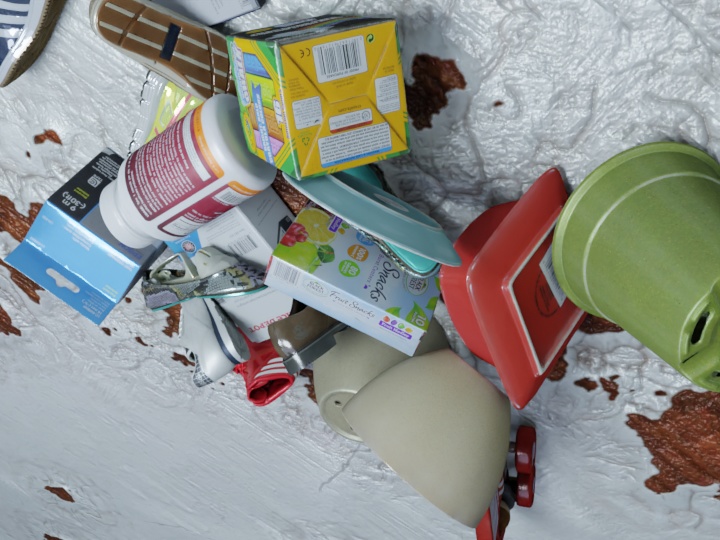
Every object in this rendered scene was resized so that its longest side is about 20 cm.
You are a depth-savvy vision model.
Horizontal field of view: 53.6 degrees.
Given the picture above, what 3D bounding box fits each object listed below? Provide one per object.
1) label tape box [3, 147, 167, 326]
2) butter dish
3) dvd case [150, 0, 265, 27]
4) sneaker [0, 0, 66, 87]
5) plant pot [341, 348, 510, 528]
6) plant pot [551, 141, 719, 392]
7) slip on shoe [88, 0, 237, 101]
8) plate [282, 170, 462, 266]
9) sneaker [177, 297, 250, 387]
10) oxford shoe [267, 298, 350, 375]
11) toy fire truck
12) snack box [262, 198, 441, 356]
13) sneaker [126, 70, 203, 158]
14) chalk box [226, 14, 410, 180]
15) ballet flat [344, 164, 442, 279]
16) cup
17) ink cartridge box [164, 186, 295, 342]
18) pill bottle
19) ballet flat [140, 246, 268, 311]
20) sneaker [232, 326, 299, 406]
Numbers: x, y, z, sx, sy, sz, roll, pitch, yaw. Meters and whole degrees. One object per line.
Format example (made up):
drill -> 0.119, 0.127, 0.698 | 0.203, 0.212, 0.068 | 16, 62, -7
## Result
label tape box -> -0.335, -0.049, 0.930 | 0.143, 0.201, 0.063 | 36, 132, -9
butter dish -> 0.156, 0.014, 0.808 | 0.147, 0.200, 0.202 | 9, 136, 47
dvd case -> -0.216, -0.330, 0.770 | 0.197, 0.025, 0.152 | -8, 123, 27
sneaker -> -0.417, -0.316, 0.834 | 0.108, 0.071, 0.200 | 37, 125, -16
plant pot -> 0.095, 0.171, 0.816 | 0.199, 0.200, 0.135 | 39, 89, -11
plant pot -> 0.305, 0.008, 0.662 | 0.196, 0.191, 0.203 | -3, 118, -5
slip on shoe -> -0.202, -0.242, 0.785 | 0.198, 0.061, 0.077 | 17, 103, -36
plate -> 0.017, -0.062, 0.701 | 0.198, 0.200, 0.026 | 27, 102, 1
sneaker -> -0.224, 0.072, 0.997 | 0.080, 0.201, 0.077 | -38, 133, 4
oxford shoe -> -0.036, 0.039, 0.887 | 0.085, 0.199, 0.072 | 55, 137, -2
toy fire truck -> 0.190, 0.322, 1.031 | 0.110, 0.169, 0.202 | 4, 129, 20
snack box -> 0.000, 0.000, 0.866 | 0.198, 0.143, 0.053 | 27, 132, 1
sneaker -> -0.230, -0.161, 0.880 | 0.089, 0.079, 0.201 | 23, 135, -6
chalk box -> -0.053, -0.182, 0.714 | 0.200, 0.123, 0.126 | 37, 140, 59
ballet flat -> 0.022, -0.066, 0.848 | 0.201, 0.074, 0.074 | 51, 133, 10
cup -> 0.014, 0.149, 0.983 | 0.197, 0.144, 0.203 | 11, 131, 13
ink cartridge box -> -0.143, -0.017, 0.954 | 0.144, 0.084, 0.201 | -22, 116, 35
pill bottle -> -0.201, -0.105, 0.813 | 0.198, 0.114, 0.114 | -25, 115, 26
ballet flat -> -0.205, 0.007, 0.901 | 0.198, 0.072, 0.073 | -10, 123, 30
sneaker -> -0.176, 0.140, 1.074 | 0.197, 0.116, 0.079 | -6, 125, 27
